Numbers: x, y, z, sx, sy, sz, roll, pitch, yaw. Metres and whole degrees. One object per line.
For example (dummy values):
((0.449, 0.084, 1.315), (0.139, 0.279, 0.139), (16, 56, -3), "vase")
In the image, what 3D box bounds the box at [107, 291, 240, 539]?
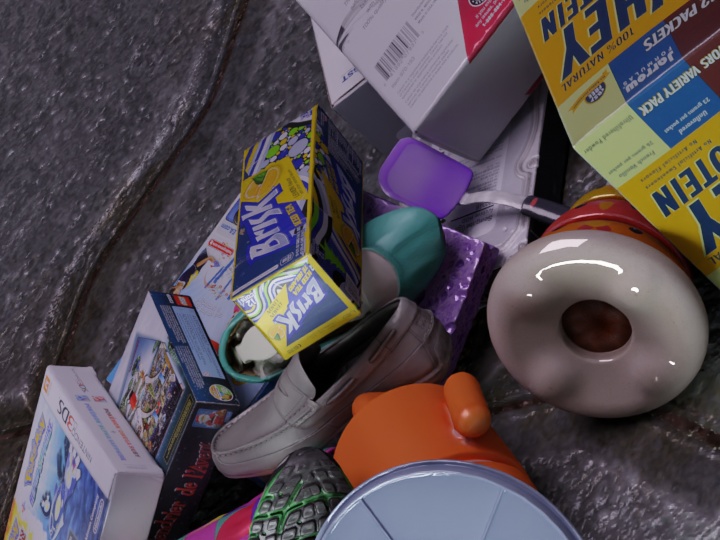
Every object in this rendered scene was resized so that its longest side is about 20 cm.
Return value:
((-0.159, 0.137, 1.814), (0.201, 0.038, 0.137), (-66, 33, 28), "box")

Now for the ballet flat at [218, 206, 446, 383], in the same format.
((-0.023, 0.026, 1.707), (0.200, 0.067, 0.070), (-33, 6, 26), "ballet flat")

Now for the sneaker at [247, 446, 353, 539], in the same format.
((-0.038, 0.193, 1.590), (0.078, 0.201, 0.085), (-2, 38, -4), "sneaker")

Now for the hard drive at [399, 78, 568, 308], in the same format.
((0.090, -0.059, 1.809), (0.139, 0.038, 0.201), (-21, 44, 36), "hard drive")

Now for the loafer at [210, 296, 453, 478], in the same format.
((-0.029, 0.080, 1.686), (0.199, 0.070, 0.070), (-32, 30, 17), "loafer")

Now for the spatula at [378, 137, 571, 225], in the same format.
((0.105, -0.048, 1.722), (0.199, 0.021, 0.057), (18, 56, 26), "spatula")

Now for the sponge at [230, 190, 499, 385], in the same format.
((0.000, 0.000, 1.761), (0.199, 0.030, 0.112), (24, 94, 33), "sponge")

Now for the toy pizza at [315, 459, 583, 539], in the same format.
((0.060, 0.212, 1.481), (0.200, 0.201, 0.032), (-33, -2, 23), "toy pizza")

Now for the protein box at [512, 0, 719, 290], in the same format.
((0.223, -0.123, 1.572), (0.135, 0.198, 0.200), (-38, 36, 17), "protein box")

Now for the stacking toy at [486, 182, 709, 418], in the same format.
((0.171, -0.011, 1.614), (0.146, 0.146, 0.200), (-27, 24, 30), "stacking toy")

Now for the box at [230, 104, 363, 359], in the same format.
((-0.042, -0.029, 1.674), (0.070, 0.064, 0.200), (-31, 27, 19), "box")

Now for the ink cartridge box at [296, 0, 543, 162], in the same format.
((0.057, -0.203, 1.813), (0.145, 0.083, 0.200), (-52, 48, 16), "ink cartridge box")

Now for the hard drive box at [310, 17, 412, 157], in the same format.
((0.042, -0.216, 1.978), (0.156, 0.077, 0.200), (-37, 36, 19), "hard drive box")

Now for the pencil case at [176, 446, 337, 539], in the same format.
((-0.075, 0.205, 1.702), (0.200, 0.088, 0.089), (-35, 36, 22), "pencil case")

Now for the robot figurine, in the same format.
((0.052, 0.150, 1.578), (0.144, 0.117, 0.200), (-44, 34, 5), "robot figurine")

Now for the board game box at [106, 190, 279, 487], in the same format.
((-0.085, 0.048, 1.887), (0.196, 0.056, 0.200), (-54, 34, -6), "board game box")

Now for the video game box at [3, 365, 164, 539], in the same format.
((-0.218, 0.199, 1.822), (0.182, 0.047, 0.201), (47, 125, 59), "video game box")
